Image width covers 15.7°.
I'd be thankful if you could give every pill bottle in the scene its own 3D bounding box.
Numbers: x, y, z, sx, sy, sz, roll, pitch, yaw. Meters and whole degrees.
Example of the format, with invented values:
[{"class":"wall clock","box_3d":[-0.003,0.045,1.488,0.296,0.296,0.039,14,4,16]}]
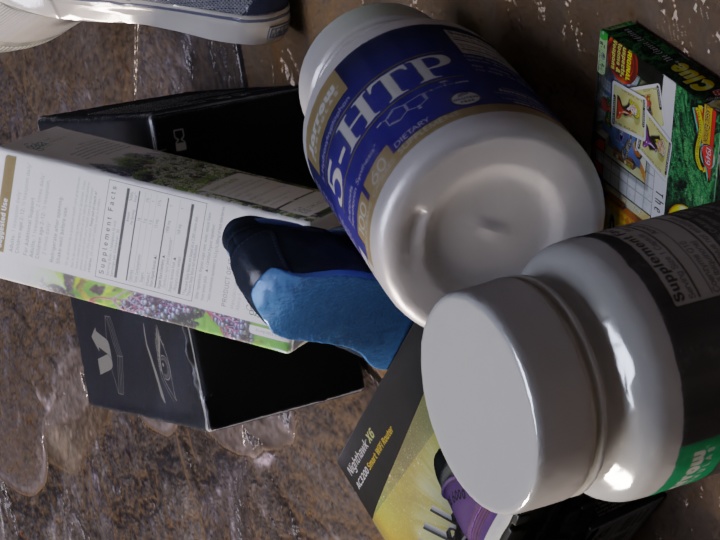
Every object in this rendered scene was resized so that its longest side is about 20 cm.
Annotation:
[{"class":"pill bottle","box_3d":[0.134,0.033,1.106,0.113,0.200,0.113,40,138,51]},{"class":"pill bottle","box_3d":[0.036,-0.061,1.336,0.200,0.119,0.120,-124,30,-59]}]

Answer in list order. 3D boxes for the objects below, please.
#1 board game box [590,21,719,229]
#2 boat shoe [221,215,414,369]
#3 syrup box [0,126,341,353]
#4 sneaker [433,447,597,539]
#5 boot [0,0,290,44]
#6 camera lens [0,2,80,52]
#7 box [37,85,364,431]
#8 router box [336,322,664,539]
[{"class":"board game box","box_3d":[0.145,-0.010,1.269,0.105,0.023,0.200,40,137,48]},{"class":"boat shoe","box_3d":[0.000,0.000,1.405,0.084,0.200,0.069,-44,62,11]},{"class":"syrup box","box_3d":[-0.112,-0.020,1.506,0.200,0.079,0.082,13,105,17]},{"class":"sneaker","box_3d":[0.087,0.057,1.273,0.088,0.076,0.200,53,132,31]},{"class":"boot","box_3d":[-0.136,-0.200,1.597,0.073,0.200,0.090,-58,-25,-63]},{"class":"camera lens","box_3d":[-0.229,-0.236,1.752,0.200,0.160,0.160,-16,89,64]},{"class":"box","box_3d":[-0.105,-0.012,1.663,0.200,0.117,0.197,5,106,62]},{"class":"router box","box_3d":[0.071,0.113,1.427,0.157,0.052,0.200,57,149,21]}]
